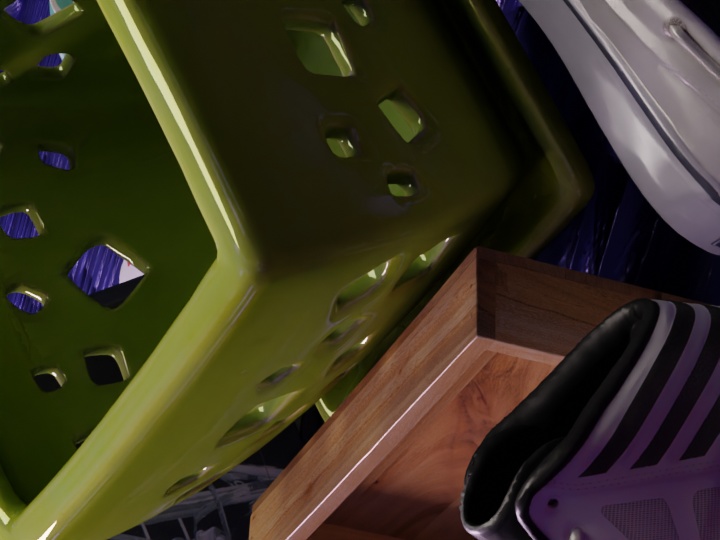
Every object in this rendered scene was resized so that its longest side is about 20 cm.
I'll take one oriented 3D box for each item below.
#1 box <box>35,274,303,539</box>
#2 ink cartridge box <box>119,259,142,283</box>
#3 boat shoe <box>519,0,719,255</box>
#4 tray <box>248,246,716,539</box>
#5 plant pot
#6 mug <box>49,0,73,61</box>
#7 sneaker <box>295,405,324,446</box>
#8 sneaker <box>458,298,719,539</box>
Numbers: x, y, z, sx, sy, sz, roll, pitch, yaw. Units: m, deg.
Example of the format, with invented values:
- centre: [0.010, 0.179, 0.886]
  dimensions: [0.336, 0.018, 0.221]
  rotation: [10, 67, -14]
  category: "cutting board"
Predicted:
- centre: [-0.124, 0.119, 0.867]
  dimensions: [0.124, 0.196, 0.201]
  rotation: [-7, 104, 70]
  category: "box"
- centre: [-0.063, -0.051, 1.116]
  dimensions: [0.200, 0.083, 0.146]
  rotation: [172, 111, -71]
  category: "ink cartridge box"
- centre: [0.085, -0.102, 0.627]
  dimensions: [0.066, 0.072, 0.200]
  rotation: [-44, 62, 36]
  category: "boat shoe"
- centre: [0.041, 0.064, 0.679]
  dimensions: [0.200, 0.098, 0.037]
  rotation: [128, 151, -51]
  category: "tray"
- centre: [-0.049, -0.042, 0.682]
  dimensions: [0.199, 0.181, 0.200]
  rotation: [-48, 63, 44]
  category: "plant pot"
- centre: [-0.073, -0.140, 0.953]
  dimensions: [0.185, 0.114, 0.152]
  rotation: [25, 96, 54]
  category: "mug"
- centre: [0.000, 0.000, 0.899]
  dimensions: [0.076, 0.075, 0.201]
  rotation: [-161, 87, -71]
  category: "sneaker"
- centre: [0.070, 0.103, 0.534]
  dimensions: [0.076, 0.115, 0.201]
  rotation: [-178, 101, -72]
  category: "sneaker"
